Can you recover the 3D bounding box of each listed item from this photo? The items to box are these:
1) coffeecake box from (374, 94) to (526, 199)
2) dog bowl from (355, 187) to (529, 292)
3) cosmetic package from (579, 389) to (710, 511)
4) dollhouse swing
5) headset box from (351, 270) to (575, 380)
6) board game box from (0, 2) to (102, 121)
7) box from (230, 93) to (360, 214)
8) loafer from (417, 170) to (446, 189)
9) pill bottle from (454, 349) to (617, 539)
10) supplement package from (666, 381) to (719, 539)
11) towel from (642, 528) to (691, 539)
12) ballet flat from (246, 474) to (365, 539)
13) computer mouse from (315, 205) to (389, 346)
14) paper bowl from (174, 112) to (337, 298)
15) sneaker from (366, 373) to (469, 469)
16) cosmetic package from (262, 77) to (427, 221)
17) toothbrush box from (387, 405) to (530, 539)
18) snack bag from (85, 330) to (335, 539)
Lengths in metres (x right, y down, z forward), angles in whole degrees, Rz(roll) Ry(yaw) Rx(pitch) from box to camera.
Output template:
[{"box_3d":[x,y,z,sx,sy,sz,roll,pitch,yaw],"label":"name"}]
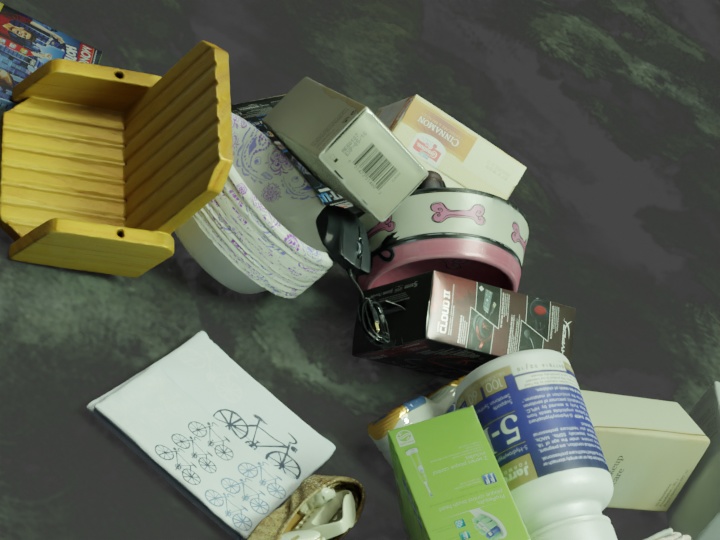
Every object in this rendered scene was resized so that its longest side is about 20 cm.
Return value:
[{"box_3d":[0.086,-0.127,2.003,0.153,0.073,0.200,33,-5,-10],"label":"coffeecake box"},{"box_3d":[0.083,-0.008,1.839,0.200,0.200,0.074,15,58,-28],"label":"dog bowl"},{"box_3d":[0.253,0.187,1.792,0.200,0.104,0.073,8,30,-35],"label":"cosmetic package"},{"box_3d":[-0.236,-0.126,1.644,0.181,0.176,0.200,8,59,-22],"label":"dollhouse swing"},{"box_3d":[0.097,0.062,1.777,0.200,0.149,0.075,14,74,-27],"label":"headset box"},{"box_3d":[-0.343,-0.184,1.809,0.200,0.062,0.200,26,32,-13],"label":"board game box"},{"box_3d":[-0.077,-0.115,1.968,0.199,0.050,0.200,45,32,18],"label":"box"},{"box_3d":[0.077,-0.071,1.938,0.072,0.063,0.200,-1,-4,-2],"label":"loafer"},{"box_3d":[0.172,0.188,1.634,0.120,0.120,0.200,6,54,-37],"label":"pill bottle"},{"box_3d":[0.407,0.238,1.853,0.117,0.117,0.200,26,32,-11],"label":"supplement package"},{"box_3d":[0.197,0.324,1.480,0.032,0.191,0.200,29,25,35],"label":"towel"},{"box_3d":[-0.048,0.230,1.485,0.071,0.065,0.200,66,28,-17],"label":"ballet flat"},{"box_3d":[0.000,0.000,1.717,0.059,0.034,0.200,37,22,-42],"label":"computer mouse"},{"box_3d":[-0.120,-0.057,1.760,0.201,0.104,0.201,46,16,-17],"label":"paper bowl"},{"box_3d":[0.084,0.164,1.725,0.200,0.075,0.088,-21,78,-52],"label":"sneaker"},{"box_3d":[-0.019,-0.128,1.790,0.104,0.073,0.200,45,-2,-26],"label":"cosmetic package"},{"box_3d":[0.096,0.245,1.513,0.086,0.146,0.200,-15,44,-5],"label":"toothbrush box"},{"box_3d":[-0.127,0.146,1.585,0.188,0.021,0.200,39,31,11],"label":"snack bag"}]
